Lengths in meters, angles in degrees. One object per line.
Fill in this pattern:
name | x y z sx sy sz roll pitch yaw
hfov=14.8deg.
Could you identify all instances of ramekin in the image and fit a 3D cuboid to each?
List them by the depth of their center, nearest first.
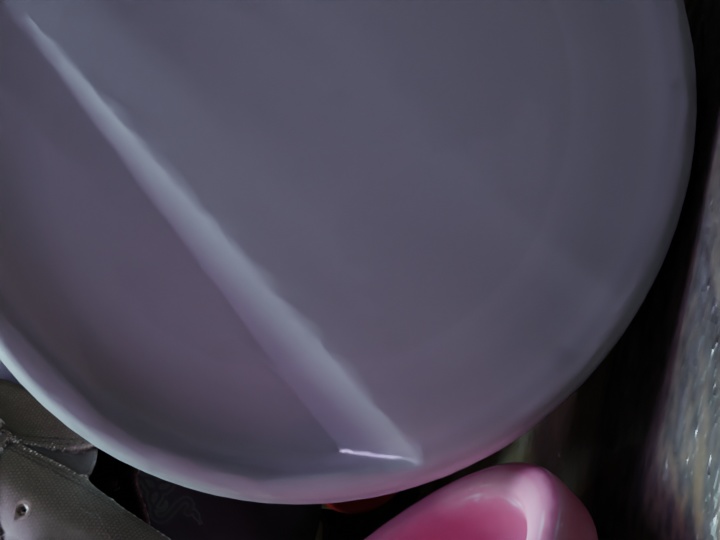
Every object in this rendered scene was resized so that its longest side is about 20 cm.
ramekin | -0.014 -0.038 0.747 0.094 0.201 0.204 80 -158 -85

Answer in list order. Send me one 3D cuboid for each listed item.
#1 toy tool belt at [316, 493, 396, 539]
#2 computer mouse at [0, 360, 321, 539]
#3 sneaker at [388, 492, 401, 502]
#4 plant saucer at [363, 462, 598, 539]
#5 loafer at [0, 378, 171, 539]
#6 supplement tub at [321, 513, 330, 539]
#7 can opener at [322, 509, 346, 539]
toy tool belt | -0.028 0.136 0.873 0.201 0.124 0.123 -56 38 24
computer mouse | -0.091 0.028 0.838 0.138 0.200 0.053 -42 -28 0
sneaker | 0.000 0.000 0.940 0.201 0.073 0.119 99 -177 -53
plant saucer | -0.007 0.137 0.691 0.201 0.051 0.201 -45 10 10
loafer | -0.091 0.067 0.769 0.200 0.071 0.073 42 160 34
supplement tub | -0.067 0.177 1.023 0.107 0.106 0.201 -105 28 -70
can opener | -0.060 0.175 1.104 0.053 0.066 0.201 -98 22 -62
